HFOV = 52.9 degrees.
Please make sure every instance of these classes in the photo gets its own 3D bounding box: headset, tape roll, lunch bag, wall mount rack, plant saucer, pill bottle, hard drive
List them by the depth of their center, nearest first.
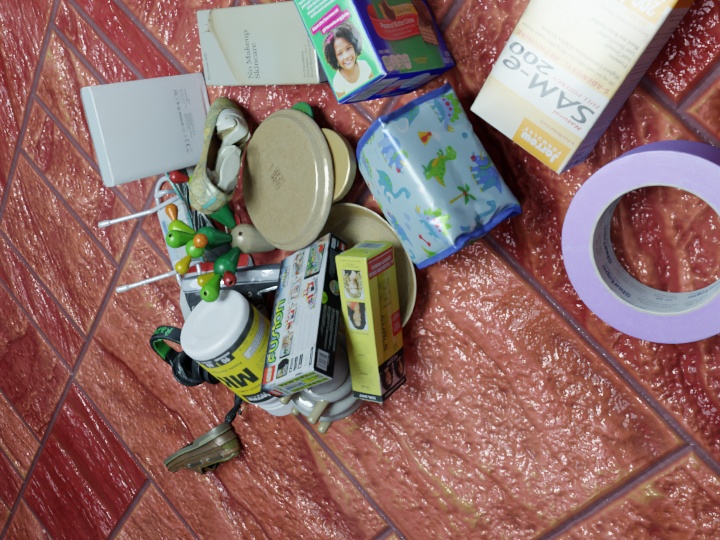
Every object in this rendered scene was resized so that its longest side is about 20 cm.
[{"bbox_3d":[0.314,-0.029,0.746,0.199,0.066,0.201,14,114,32],"label":"tape roll"},{"bbox_3d":[0.075,-0.097,0.861,0.171,0.127,0.200,60,159,2],"label":"lunch bag"},{"bbox_3d":[0.000,0.000,1.008,0.199,0.035,0.201,15,117,32],"label":"plant saucer"},{"bbox_3d":[-0.293,-0.206,1.037,0.026,0.200,0.133,2,109,37],"label":"hard drive"},{"bbox_3d":[-0.162,0.128,1.076,0.114,0.115,0.200,-2,143,37],"label":"pill bottle"},{"bbox_3d":[-0.341,-0.049,1.195,0.173,0.074,0.201,-21,83,36],"label":"wall mount rack"},{"bbox_3d":[-0.269,0.170,1.206,0.123,0.094,0.200,-13,134,46],"label":"headset"}]

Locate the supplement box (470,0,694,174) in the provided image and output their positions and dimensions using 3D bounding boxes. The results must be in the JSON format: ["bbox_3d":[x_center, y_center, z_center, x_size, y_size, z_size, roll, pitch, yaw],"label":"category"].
[{"bbox_3d":[0.219,-0.218,0.736,0.126,0.073,0.200,40,127,18],"label":"supplement box"}]

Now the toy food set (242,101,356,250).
[{"bbox_3d":[-0.097,-0.128,0.997,0.198,0.049,0.201,46,126,32],"label":"toy food set"}]

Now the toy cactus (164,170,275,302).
[{"bbox_3d":[-0.197,-0.055,1.043,0.102,0.164,0.201,-49,50,44],"label":"toy cactus"}]

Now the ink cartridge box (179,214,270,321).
[{"bbox_3d":[-0.238,0.020,1.186,0.160,0.050,0.201,-6,106,38],"label":"ink cartridge box"}]

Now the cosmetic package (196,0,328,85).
[{"bbox_3d":[-0.116,-0.299,0.954,0.199,0.073,0.104,7,112,33],"label":"cosmetic package"}]

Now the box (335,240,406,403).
[{"bbox_3d":[0.017,0.066,0.952,0.050,0.075,0.201,4,109,33],"label":"box"}]

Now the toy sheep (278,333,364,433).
[{"bbox_3d":[-0.048,0.152,1.025,0.138,0.138,0.200,44,168,14],"label":"toy sheep"}]

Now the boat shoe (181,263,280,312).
[{"bbox_3d":[-0.175,0.031,1.095,0.199,0.070,0.067,-8,98,9],"label":"boat shoe"}]

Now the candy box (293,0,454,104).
[{"bbox_3d":[0.004,-0.297,0.802,0.077,0.169,0.201,-24,93,36],"label":"candy box"}]

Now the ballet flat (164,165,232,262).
[{"bbox_3d":[-0.250,-0.110,1.130,0.068,0.068,0.201,-24,92,-1],"label":"ballet flat"}]

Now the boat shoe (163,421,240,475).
[{"bbox_3d":[-0.296,0.347,1.339,0.200,0.072,0.068,-36,84,40],"label":"boat shoe"}]

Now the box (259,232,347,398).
[{"bbox_3d":[-0.073,0.058,0.955,0.110,0.035,0.201,-26,47,41],"label":"box"}]

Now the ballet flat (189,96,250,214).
[{"bbox_3d":[-0.185,-0.169,1.003,0.070,0.201,0.071,6,150,4],"label":"ballet flat"}]
